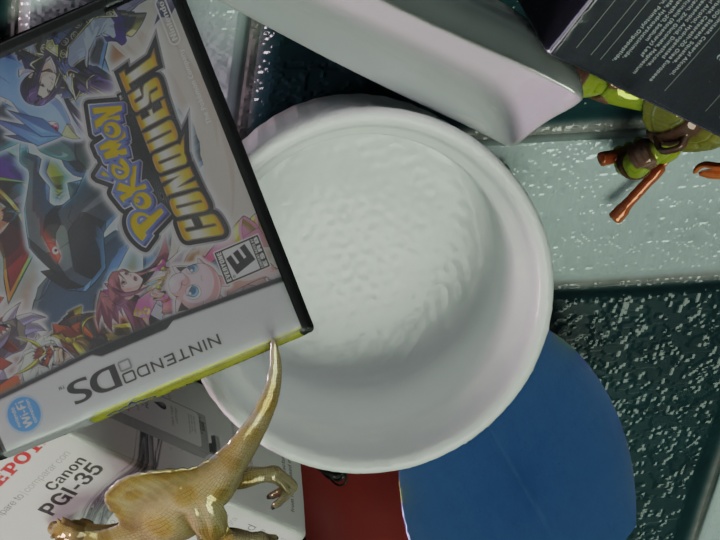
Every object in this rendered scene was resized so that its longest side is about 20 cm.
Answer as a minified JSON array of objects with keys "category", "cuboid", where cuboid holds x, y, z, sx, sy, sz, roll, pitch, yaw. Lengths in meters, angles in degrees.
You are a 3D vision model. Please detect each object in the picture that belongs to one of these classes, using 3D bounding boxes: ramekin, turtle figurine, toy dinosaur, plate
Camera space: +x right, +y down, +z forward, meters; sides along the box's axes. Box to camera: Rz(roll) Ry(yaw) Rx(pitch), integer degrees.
[{"category":"ramekin","cuboid":[0.000,0.000,1.396,0.199,0.098,0.202,-2,107,-5]},{"category":"turtle figurine","cuboid":[0.168,-0.094,1.422,0.161,0.065,0.200,27,135,-28]},{"category":"toy dinosaur","cuboid":[-0.081,0.120,1.347,0.101,0.059,0.200,27,131,-36]},{"category":"plate","cuboid":[0.008,-0.126,1.243,0.199,0.200,0.032,26,85,-4]}]

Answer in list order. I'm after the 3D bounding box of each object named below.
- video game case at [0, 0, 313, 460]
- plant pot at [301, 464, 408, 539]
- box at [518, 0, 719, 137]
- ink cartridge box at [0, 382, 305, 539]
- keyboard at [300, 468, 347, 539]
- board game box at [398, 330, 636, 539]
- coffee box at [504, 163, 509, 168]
[{"category":"video game case","cuboid":[-0.143,-0.028,1.320,0.180,0.201,0.025,-22,176,7]},{"category":"plant pot","cuboid":[0.023,0.189,1.593,0.199,0.178,0.201,-9,136,-9]},{"category":"box","cuboid":[0.154,-0.166,1.241,0.181,0.201,0.104,21,120,-33]},{"category":"ink cartridge box","cuboid":[-0.152,0.122,1.448,0.199,0.083,0.146,27,128,-32]},{"category":"keyboard","cuboid":[-0.055,0.144,1.511,0.021,0.200,0.127,33,97,-29]},{"category":"board game box","cuboid":[0.081,0.128,1.501,0.039,0.200,0.159,-14,113,45]},{"category":"coffee box","cuboid":[0.003,0.014,1.502,0.199,0.044,0.123,-15,138,-1]}]
